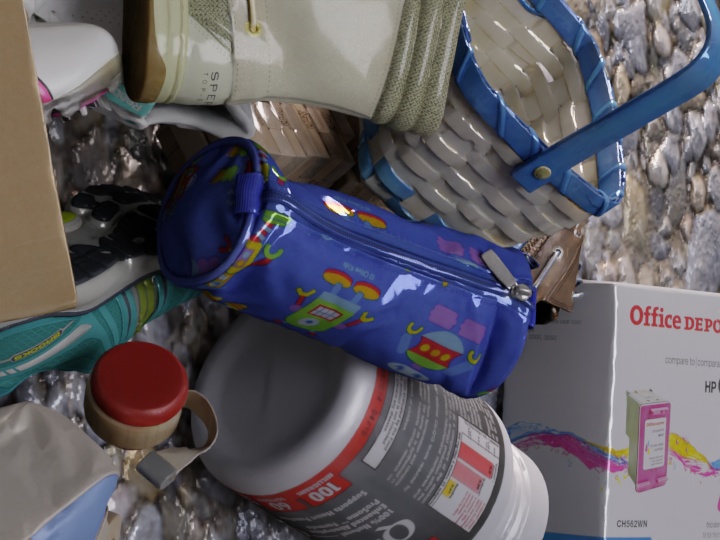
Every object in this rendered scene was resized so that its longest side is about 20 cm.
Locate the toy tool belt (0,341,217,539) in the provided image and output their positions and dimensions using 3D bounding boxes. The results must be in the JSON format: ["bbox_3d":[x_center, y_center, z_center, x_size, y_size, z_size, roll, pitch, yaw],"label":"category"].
[{"bbox_3d":[-0.163,0.125,1.250,0.200,0.125,0.123,-40,159,-35],"label":"toy tool belt"}]

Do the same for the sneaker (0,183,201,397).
[{"bbox_3d":[-0.131,0.010,1.319,0.200,0.077,0.080,-19,132,-52],"label":"sneaker"}]

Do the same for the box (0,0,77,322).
[{"bbox_3d":[-0.228,-0.044,1.114,0.200,0.021,0.164,-11,94,-8],"label":"box"}]

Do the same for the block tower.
[{"bbox_3d":[-0.023,-0.063,1.431,0.200,0.054,0.058,5,51,-50],"label":"block tower"}]

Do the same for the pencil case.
[{"bbox_3d":[0.000,0.000,1.310,0.200,0.087,0.078,22,57,-33],"label":"pencil case"}]

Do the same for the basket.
[{"bbox_3d":[0.093,-0.107,1.371,0.139,0.200,0.176,44,25,-33],"label":"basket"}]

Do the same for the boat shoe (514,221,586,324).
[{"bbox_3d":[0.090,-0.002,1.565,0.200,0.072,0.072,-41,106,-30],"label":"boat shoe"}]

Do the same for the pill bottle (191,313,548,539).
[{"bbox_3d":[0.011,0.100,1.443,0.200,0.116,0.116,37,63,-44],"label":"pill bottle"}]

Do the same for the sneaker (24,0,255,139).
[{"bbox_3d":[-0.127,-0.105,1.244,0.200,0.089,0.075,12,125,-42],"label":"sneaker"}]

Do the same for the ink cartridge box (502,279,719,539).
[{"bbox_3d":[0.159,0.106,1.648,0.145,0.085,0.200,5,86,-50],"label":"ink cartridge box"}]

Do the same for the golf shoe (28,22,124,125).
[{"bbox_3d":[-0.201,-0.093,1.158,0.200,0.073,0.092,-10,101,-17],"label":"golf shoe"}]

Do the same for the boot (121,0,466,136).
[{"bbox_3d":[-0.027,-0.162,1.237,0.155,0.072,0.200,7,71,-16],"label":"boot"}]
